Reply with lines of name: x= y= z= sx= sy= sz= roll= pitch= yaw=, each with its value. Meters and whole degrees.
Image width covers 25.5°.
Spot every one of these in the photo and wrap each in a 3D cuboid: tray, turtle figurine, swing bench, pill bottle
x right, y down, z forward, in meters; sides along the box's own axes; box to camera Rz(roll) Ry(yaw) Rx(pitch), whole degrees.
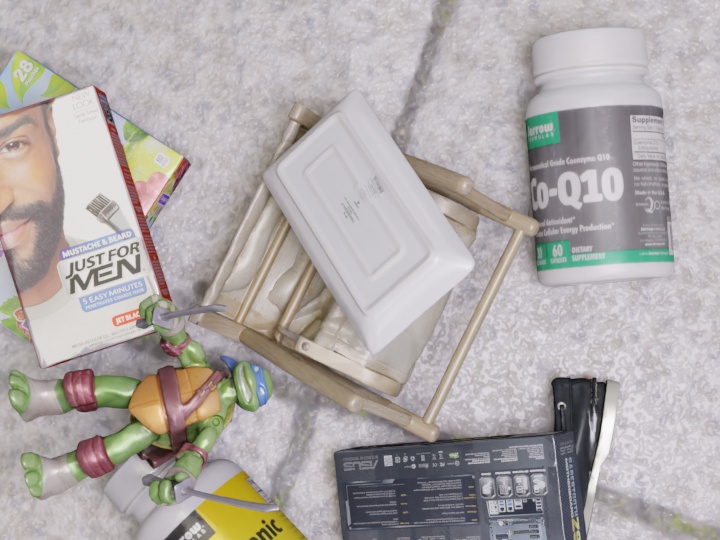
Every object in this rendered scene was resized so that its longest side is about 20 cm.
tray: x=-0.002 y=-0.043 z=1.205 sx=0.107 sy=0.022 sz=0.200 roll=-41 pitch=56 yaw=13
turtle figurine: x=-0.166 y=0.100 z=1.191 sx=0.193 sy=0.200 sz=0.144 roll=-15 pitch=107 yaw=1
swing bench: x=0.000 y=0.000 z=1.281 sx=0.200 sy=0.130 sz=0.199 roll=26 pitch=90 yaw=37
pill bottle: x=-0.113 y=0.225 z=1.291 sx=0.111 sy=0.111 sz=0.200 roll=-45 pitch=82 yaw=-1
pill bottle: x=0.193 y=-0.090 z=1.297 sx=0.113 sy=0.113 sz=0.201 roll=-4 pitch=87 yaw=1

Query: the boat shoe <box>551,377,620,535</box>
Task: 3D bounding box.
boat shoe: x=0.161 y=0.182 z=1.306 sx=0.066 sy=0.075 sz=0.200 roll=14 pitch=89 yaw=6

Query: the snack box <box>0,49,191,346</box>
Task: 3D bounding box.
snack box: x=-0.266 y=-0.054 z=1.331 sx=0.168 sy=0.068 sz=0.200 roll=33 pitch=88 yaw=1

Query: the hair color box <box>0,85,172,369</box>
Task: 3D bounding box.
hair color box: x=-0.229 y=-0.034 z=1.266 sx=0.110 sy=0.064 sz=0.201 roll=-18 pitch=90 yaw=-1

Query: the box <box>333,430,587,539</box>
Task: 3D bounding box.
box: x=0.081 y=0.215 z=1.281 sx=0.199 sy=0.051 sz=0.158 roll=-8 pitch=86 yaw=27
